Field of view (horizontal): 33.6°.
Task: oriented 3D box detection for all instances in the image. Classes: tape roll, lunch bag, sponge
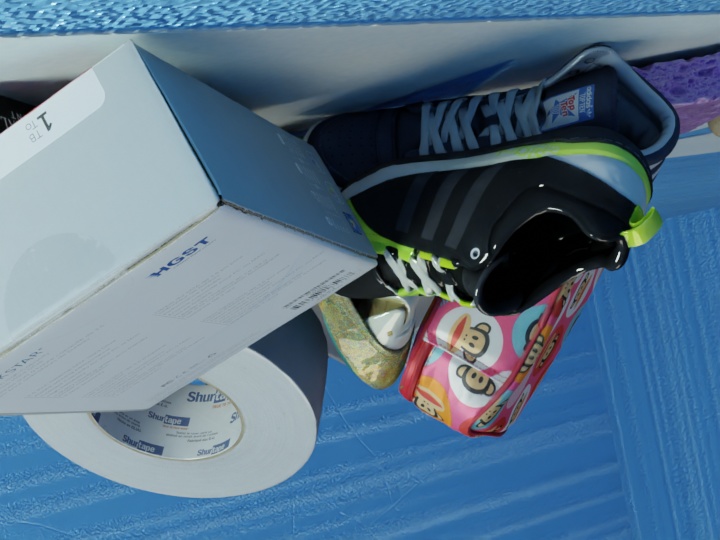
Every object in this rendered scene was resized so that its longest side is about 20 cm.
[{"bbox_3d":[-0.123,0.070,0.791,0.200,0.066,0.200,4,138,4],"label":"tape roll"},{"bbox_3d":[0.115,0.019,0.838,0.082,0.200,0.176,30,-176,20],"label":"lunch bag"},{"bbox_3d":[0.180,-0.105,0.783,0.111,0.030,0.200,-10,179,2],"label":"sponge"}]

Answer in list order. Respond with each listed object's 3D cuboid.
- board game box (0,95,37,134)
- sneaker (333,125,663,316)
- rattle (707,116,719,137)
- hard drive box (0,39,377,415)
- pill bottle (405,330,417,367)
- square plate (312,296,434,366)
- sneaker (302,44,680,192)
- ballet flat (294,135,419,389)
[{"bbox_3d":[-0.167,-0.030,0.577,0.135,0.028,0.200,-22,169,19],"label":"board game box"},{"bbox_3d":[0.051,-0.014,0.597,0.200,0.072,0.083,-18,-142,31],"label":"sneaker"},{"bbox_3d":[0.327,-0.079,0.836,0.130,0.143,0.200,-31,165,19],"label":"rattle"},{"bbox_3d":[-0.099,-0.004,0.537,0.156,0.077,0.200,-33,167,11],"label":"hard drive box"},{"bbox_3d":[0.083,0.005,1.066,0.109,0.109,0.200,-10,140,-7],"label":"pill bottle"},{"bbox_3d":[0.030,-0.016,0.858,0.198,0.028,0.200,-41,152,8],"label":"square plate"},{"bbox_3d":[0.071,-0.073,0.642,0.200,0.070,0.109,6,156,-9],"label":"sneaker"},{"bbox_3d":[0.000,0.000,0.742,0.071,0.200,0.071,-20,-147,13],"label":"ballet flat"}]
